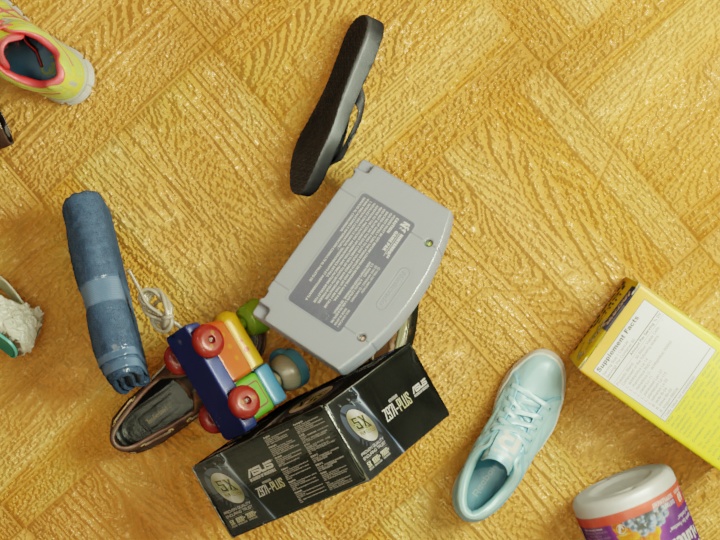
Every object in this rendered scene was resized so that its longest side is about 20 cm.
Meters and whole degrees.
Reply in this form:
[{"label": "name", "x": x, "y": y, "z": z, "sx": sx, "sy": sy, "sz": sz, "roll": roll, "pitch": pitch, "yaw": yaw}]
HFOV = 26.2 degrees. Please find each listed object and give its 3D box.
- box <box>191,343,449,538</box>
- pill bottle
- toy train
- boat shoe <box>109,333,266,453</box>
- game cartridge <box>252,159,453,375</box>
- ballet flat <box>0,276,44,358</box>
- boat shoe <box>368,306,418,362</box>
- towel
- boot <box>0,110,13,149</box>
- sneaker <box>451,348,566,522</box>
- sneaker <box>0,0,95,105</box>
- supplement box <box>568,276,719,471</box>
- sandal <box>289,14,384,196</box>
[{"label": "box", "x": -0.039, "y": 0.169, "z": 1.542, "sx": 0.200, "sy": 0.164, "sz": 0.086, "roll": -28, "pitch": 92, "yaw": 38}, {"label": "pill bottle", "x": 0.305, "y": 0.311, "z": 1.599, "sx": 0.111, "sy": 0.111, "sz": 0.201, "roll": -22, "pitch": 92, "yaw": 3}, {"label": "toy train", "x": -0.141, "y": 0.060, "z": 1.580, "sx": 0.116, "sy": 0.085, "sz": 0.200, "roll": -31, "pitch": 90, "yaw": -37}, {"label": "boat shoe", "x": -0.181, "y": 0.123, "z": 1.633, "sx": 0.200, "sy": 0.070, "sz": 0.070, "roll": -43, "pitch": 87, "yaw": 2}, {"label": "game cartridge", "x": 0.000, "y": 0.000, "z": 1.565, "sx": 0.133, "sy": 0.041, "sz": 0.200, "roll": 32, "pitch": 80, "yaw": 21}, {"label": "ballet flat", "x": -0.423, "y": 0.018, "z": 1.649, "sx": 0.200, "sy": 0.072, "sz": 0.072, "roll": 35, "pitch": 94, "yaw": -2}, {"label": "boat shoe", "x": 0.025, "y": 0.030, "z": 1.622, "sx": 0.074, "sy": 0.076, "sz": 0.201, "roll": 10, "pitch": 85, "yaw": 7}, {"label": "towel", "x": -0.264, "y": 0.023, "z": 1.592, "sx": 0.048, "sy": 0.112, "sz": 0.201, "roll": -14, "pitch": 76, "yaw": -4}, {"label": "boot", "x": -0.478, "y": -0.180, "z": 1.629, "sx": 0.166, "sy": 0.072, "sz": 0.200, "roll": -29, "pitch": 101, "yaw": 6}, {"label": "sneaker", "x": 0.159, "y": 0.178, "z": 1.613, "sx": 0.074, "sy": 0.082, "sz": 0.200, "roll": 25, "pitch": 94, "yaw": 0}, {"label": "sneaker", "x": -0.374, "y": -0.241, "z": 1.612, "sx": 0.200, "sy": 0.090, "sz": 0.078, "roll": 25, "pitch": 95, "yaw": 3}, {"label": "supplement box", "x": 0.328, "y": 0.109, "z": 1.589, "sx": 0.200, "sy": 0.110, "sz": 0.109, "roll": 36, "pitch": 94, "yaw": 0}, {"label": "sandal", "x": -0.017, "y": -0.166, "z": 1.613, "sx": 0.043, "sy": 0.076, "sz": 0.201, "roll": 23, "pitch": 95, "yaw": -25}]
